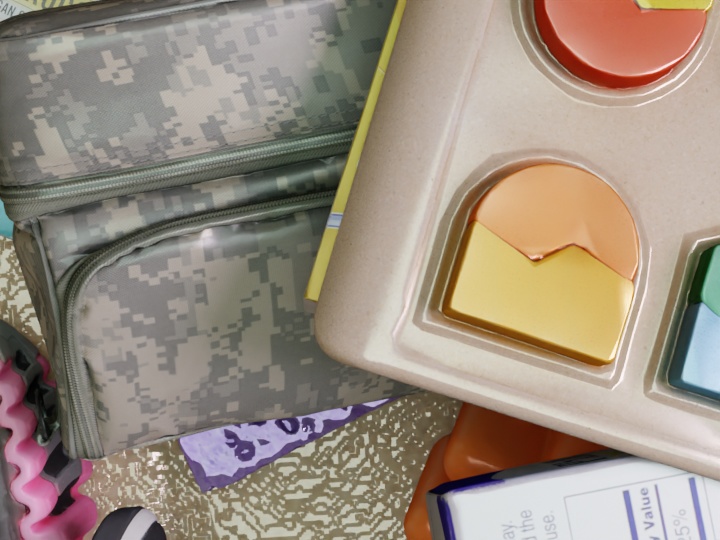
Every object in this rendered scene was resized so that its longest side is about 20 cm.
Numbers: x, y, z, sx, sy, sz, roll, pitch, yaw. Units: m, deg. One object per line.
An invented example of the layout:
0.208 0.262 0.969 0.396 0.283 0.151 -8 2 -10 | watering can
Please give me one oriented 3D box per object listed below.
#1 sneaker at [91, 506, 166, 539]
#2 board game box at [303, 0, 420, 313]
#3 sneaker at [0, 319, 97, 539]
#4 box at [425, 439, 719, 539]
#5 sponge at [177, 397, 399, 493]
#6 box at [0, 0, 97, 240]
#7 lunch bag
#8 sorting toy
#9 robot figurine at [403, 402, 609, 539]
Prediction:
-0.065 0.184 0.680 0.082 0.072 0.201 0 62 -5 | sneaker
0.074 -0.063 0.619 0.134 0.034 0.201 17 82 1 | board game box
-0.153 0.121 0.770 0.095 0.079 0.201 -14 87 11 | sneaker
0.135 0.144 0.633 0.199 0.105 0.185 -10 87 -3 | box
0.000 0.000 0.790 0.199 0.030 0.112 -26 89 -1 | sponge
-0.123 -0.114 0.783 0.082 0.049 0.201 25 89 1 | box
-0.036 -0.025 0.705 0.199 0.139 0.169 -11 101 -11 | lunch bag
0.103 -0.035 0.580 0.199 0.036 0.186 17 82 2 | sorting toy
0.118 0.118 0.745 0.199 0.117 0.144 27 86 0 | robot figurine
